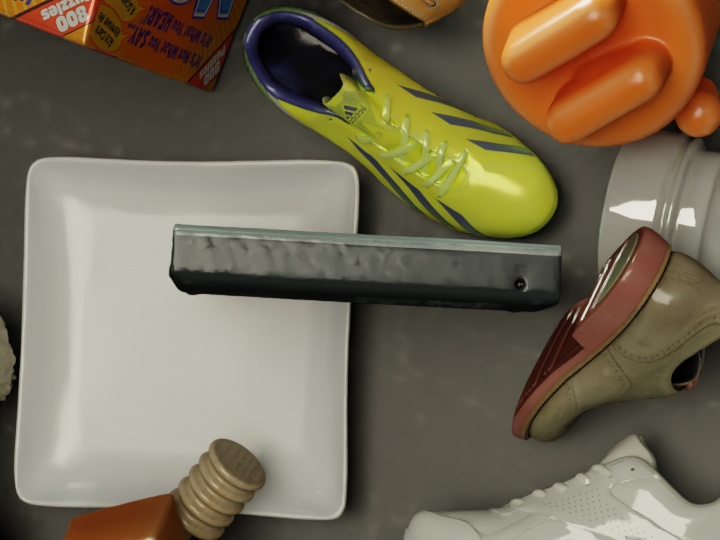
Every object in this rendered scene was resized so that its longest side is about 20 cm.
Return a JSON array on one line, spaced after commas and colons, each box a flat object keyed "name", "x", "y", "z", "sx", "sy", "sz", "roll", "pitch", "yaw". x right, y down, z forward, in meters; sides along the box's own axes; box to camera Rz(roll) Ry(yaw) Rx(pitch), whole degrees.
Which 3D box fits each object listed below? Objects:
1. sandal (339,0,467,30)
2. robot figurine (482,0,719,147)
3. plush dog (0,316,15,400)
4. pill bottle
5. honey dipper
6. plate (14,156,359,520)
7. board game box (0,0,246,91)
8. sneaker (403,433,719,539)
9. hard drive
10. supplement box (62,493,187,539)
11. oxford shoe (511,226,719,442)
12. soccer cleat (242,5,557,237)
[{"name": "sandal", "x": 0.014, "y": -0.157, "z": 1.543, "sx": 0.199, "sy": 0.080, "sz": 0.054, "roll": -7, "pitch": 80, "yaw": -11}, {"name": "robot figurine", "x": 0.129, "y": -0.137, "z": 1.457, "sx": 0.143, "sy": 0.200, "sz": 0.117, "roll": 19, "pitch": 121, "yaw": 5}, {"name": "plush dog", "x": -0.304, "y": 0.108, "z": 1.618, "sx": 0.171, "sy": 0.160, "sz": 0.201, "roll": -4, "pitch": 83, "yaw": 42}, {"name": "pill bottle", "x": 0.231, "y": -0.013, "z": 1.477, "sx": 0.199, "sy": 0.114, "sz": 0.115, "roll": 12, "pitch": 90, "yaw": 16}, {"name": "honey dipper", "x": -0.125, "y": 0.173, "z": 1.589, "sx": 0.038, "sy": 0.038, "sz": 0.200, "roll": 47, "pitch": 115, "yaw": 13}, {"name": "plate", "x": -0.096, "y": 0.037, "z": 1.608, "sx": 0.199, "sy": 0.032, "sz": 0.200, "roll": 1, "pitch": 88, "yaw": 15}, {"name": "board game box", "x": -0.165, "y": -0.235, "z": 1.556, "sx": 0.200, "sy": 0.200, "sz": 0.200, "roll": 22, "pitch": 93, "yaw": 16}, {"name": "sneaker", "x": 0.124, "y": 0.136, "z": 1.526, "sx": 0.199, "sy": 0.078, "sz": 0.100, "roll": 6, "pitch": 82, "yaw": 7}, {"name": "hard drive", "x": 0.000, "y": 0.000, "z": 1.500, "sx": 0.199, "sy": 0.140, "sz": 0.033, "roll": 3, "pitch": 88, "yaw": -2}, {"name": "supplement box", "x": -0.103, "y": 0.228, "z": 1.546, "sx": 0.069, "sy": 0.067, "sz": 0.201, "roll": -14, "pitch": 107, "yaw": 10}, {"name": "oxford shoe", "x": 0.135, "y": 0.052, "z": 1.476, "sx": 0.075, "sy": 0.200, "sz": 0.071, "roll": 29, "pitch": 63, "yaw": -2}, {"name": "soccer cleat", "x": 0.017, "y": -0.079, "z": 1.557, "sx": 0.200, "sy": 0.084, "sz": 0.065, "roll": 34, "pitch": 95, "yaw": 15}]
